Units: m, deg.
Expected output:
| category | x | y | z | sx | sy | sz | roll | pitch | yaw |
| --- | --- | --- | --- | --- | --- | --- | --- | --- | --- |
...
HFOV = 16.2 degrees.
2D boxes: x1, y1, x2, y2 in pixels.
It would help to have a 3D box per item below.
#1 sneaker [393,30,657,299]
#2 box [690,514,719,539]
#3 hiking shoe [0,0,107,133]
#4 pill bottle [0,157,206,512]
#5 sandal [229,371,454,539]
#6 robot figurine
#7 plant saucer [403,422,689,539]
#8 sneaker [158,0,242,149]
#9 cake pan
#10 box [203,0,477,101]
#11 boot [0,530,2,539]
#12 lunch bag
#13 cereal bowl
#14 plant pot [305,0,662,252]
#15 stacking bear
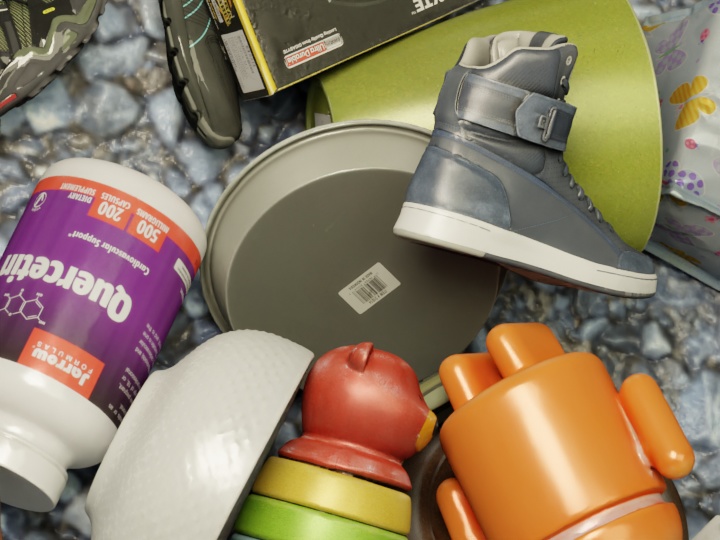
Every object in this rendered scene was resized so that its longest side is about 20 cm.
| category | x | y | z | sx | sy | sz | roll | pitch | yaw |
| --- | --- | --- | --- | --- | --- | --- | --- | --- | --- |
| sneaker | 0.121 | -0.065 | 1.539 | 0.202 | 0.077 | 0.146 | 18 | 84 | -40 |
| box | 0.211 | 0.273 | 1.630 | 0.112 | 0.101 | 0.200 | 31 | 57 | 33 |
| hiking shoe | -0.237 | -0.142 | 1.563 | 0.101 | 0.076 | 0.200 | 44 | 64 | -13 |
| pill bottle | -0.178 | 0.039 | 1.524 | 0.112 | 0.112 | 0.200 | 30 | 66 | -16 |
| sandal | 0.006 | 0.123 | 1.596 | 0.201 | 0.080 | 0.057 | -28 | 80 | -20 |
| robot figurine | 0.124 | 0.129 | 1.549 | 0.144 | 0.117 | 0.200 | -23 | 75 | -11 |
| plant saucer | 0.114 | 0.161 | 1.627 | 0.200 | 0.032 | 0.200 | 1 | 57 | -2 |
| sneaker | -0.095 | -0.179 | 1.630 | 0.079 | 0.075 | 0.200 | -11 | 82 | -7 |
| cake pan | 0.000 | 0.000 | 1.584 | 0.200 | 0.200 | 0.037 | 17 | 29 | -20 |
| box | -0.016 | -0.218 | 1.619 | 0.200 | 0.049 | 0.160 | -26 | 98 | -29 |
| boot | -0.283 | 0.187 | 1.463 | 0.188 | 0.068 | 0.200 | -13 | 105 | 1 |
| lunch bag | 0.283 | -0.077 | 1.766 | 0.200 | 0.127 | 0.170 | 29 | 67 | -26 |
| cereal bowl | -0.106 | 0.120 | 1.500 | 0.083 | 0.200 | 0.200 | 26 | 66 | 2 |
| plant pot | 0.071 | -0.088 | 1.650 | 0.200 | 0.187 | 0.187 | -6 | 80 | -14 |
| stacking bear | -0.013 | 0.142 | 1.501 | 0.114 | 0.121 | 0.200 | 14 | 83 | 15 |
